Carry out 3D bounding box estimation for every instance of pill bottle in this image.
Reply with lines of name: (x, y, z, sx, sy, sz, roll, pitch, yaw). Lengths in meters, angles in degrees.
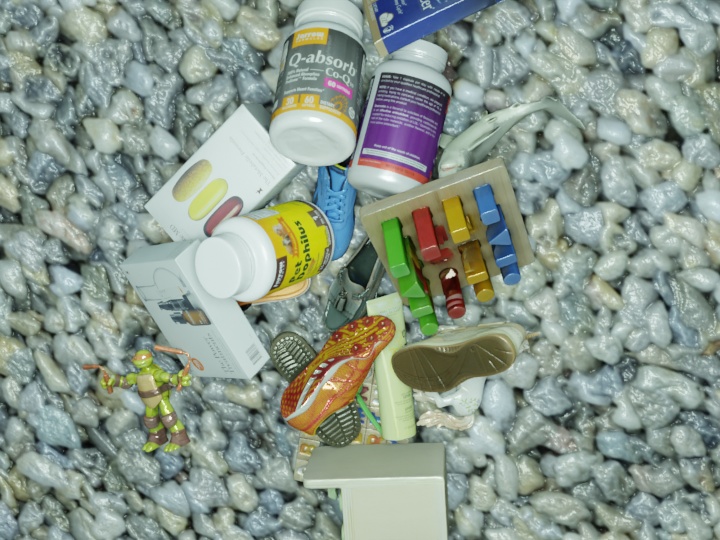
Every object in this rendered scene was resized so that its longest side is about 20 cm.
pill bottle: (0.056, -0.198, 1.280, 0.110, 0.112, 0.204, 15, 86, 5)
pill bottle: (-0.052, -0.250, 1.261, 0.114, 0.117, 0.204, 3, 67, 8)
pill bottle: (-0.127, -0.025, 1.278, 0.107, 0.199, 0.112, 9, 108, 31)

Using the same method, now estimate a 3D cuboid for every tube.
tube: (0.044, 0.136, 1.367, 0.051, 0.058, 0.205, -6, 96, 1)

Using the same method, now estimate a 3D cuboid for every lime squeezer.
lime squeezer: (0.000, 0.146, 1.394, 0.069, 0.038, 0.205, -7, 99, -24)

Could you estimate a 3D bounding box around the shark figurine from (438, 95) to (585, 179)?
shark figurine: (0.186, -0.170, 1.310, 0.212, 0.128, 0.090, -32, 120, -5)

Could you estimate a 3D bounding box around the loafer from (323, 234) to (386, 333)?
loafer: (0.000, 0.000, 1.350, 0.072, 0.063, 0.202, 37, 101, 26)

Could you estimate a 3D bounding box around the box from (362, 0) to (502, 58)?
box: (0.101, -0.363, 1.262, 0.197, 0.123, 0.033, -22, 136, 10)

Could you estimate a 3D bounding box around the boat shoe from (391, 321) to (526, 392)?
boat shoe: (0.130, 0.111, 1.291, 0.198, 0.065, 0.073, -18, 102, 38)

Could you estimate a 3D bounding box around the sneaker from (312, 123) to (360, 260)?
sneaker: (-0.036, -0.111, 1.338, 0.064, 0.078, 0.205, 10, 102, 4)

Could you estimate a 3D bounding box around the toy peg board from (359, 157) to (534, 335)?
toy peg board: (0.125, -0.016, 1.264, 0.195, 0.099, 0.201, -18, 139, 10)

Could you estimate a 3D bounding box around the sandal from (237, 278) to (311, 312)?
sandal: (-0.174, 0.022, 1.387, 0.202, 0.059, 0.081, -12, 96, 9)

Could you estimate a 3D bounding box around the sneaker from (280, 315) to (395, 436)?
sneaker: (-0.025, 0.140, 1.325, 0.200, 0.073, 0.077, -43, 129, 6)

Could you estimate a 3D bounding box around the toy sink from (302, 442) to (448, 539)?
toy sink: (0.025, 0.322, 1.363, 0.195, 0.130, 0.115, -3, 100, 6)

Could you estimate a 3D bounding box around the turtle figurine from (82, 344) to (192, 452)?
turtle figurine: (-0.314, 0.184, 1.432, 0.196, 0.064, 0.165, -8, 102, 23)

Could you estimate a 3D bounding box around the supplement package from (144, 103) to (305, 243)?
supplement package: (-0.183, -0.121, 1.340, 0.200, 0.110, 0.114, -44, 91, 12)

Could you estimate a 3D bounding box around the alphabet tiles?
alphabet tiles: (-0.007, 0.229, 1.422, 0.163, 0.008, 0.205, 9, 100, 7)

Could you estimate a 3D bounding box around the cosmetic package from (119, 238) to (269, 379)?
cosmetic package: (-0.231, 0.057, 1.339, 0.149, 0.052, 0.202, -3, 123, 49)

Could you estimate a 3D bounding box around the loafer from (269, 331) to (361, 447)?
loafer: (-0.062, 0.163, 1.385, 0.075, 0.068, 0.202, -28, 110, 2)

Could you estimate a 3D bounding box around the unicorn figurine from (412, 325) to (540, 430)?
unicorn figurine: (0.154, 0.135, 1.358, 0.135, 0.074, 0.203, 16, 116, -1)
